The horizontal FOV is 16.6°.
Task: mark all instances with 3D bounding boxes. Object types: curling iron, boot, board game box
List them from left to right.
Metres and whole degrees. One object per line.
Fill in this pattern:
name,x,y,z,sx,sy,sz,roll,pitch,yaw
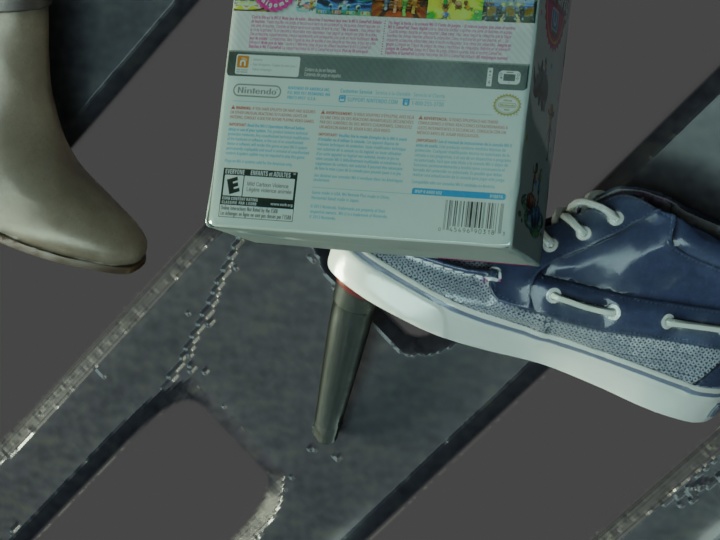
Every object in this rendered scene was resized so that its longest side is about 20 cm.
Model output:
boot,-0.179,-0.101,1.231,0.199,0.070,0.147,23,113,12
curling iron,0.000,0.000,1.212,0.025,0.050,0.201,5,118,-5
board game box,0.018,-0.110,1.108,0.147,0.064,0.201,5,85,20
boot,0.091,-0.006,1.150,0.199,0.073,0.091,19,109,-5
